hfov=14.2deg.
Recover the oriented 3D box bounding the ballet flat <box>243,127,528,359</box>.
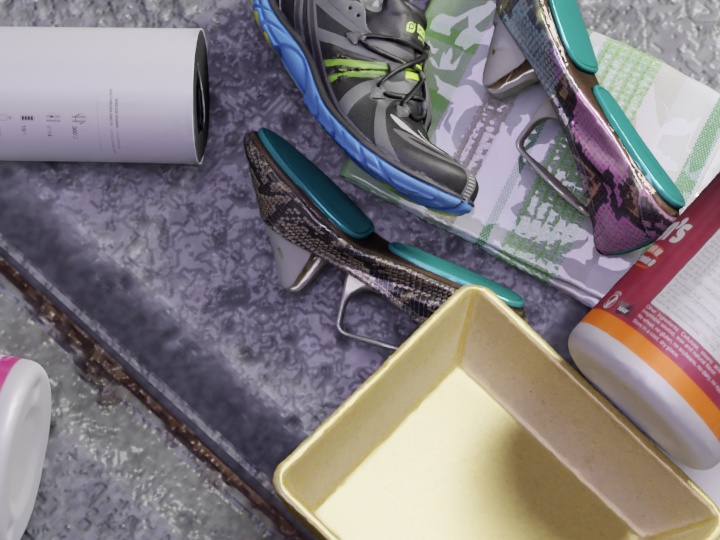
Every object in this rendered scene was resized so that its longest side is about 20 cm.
[{"bbox_3d":[0.000,0.000,1.662,0.200,0.068,0.075,34,103,8],"label":"ballet flat"}]

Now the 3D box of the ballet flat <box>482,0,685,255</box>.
[{"bbox_3d":[0.114,-0.098,1.650,0.071,0.069,0.200,-31,74,18],"label":"ballet flat"}]

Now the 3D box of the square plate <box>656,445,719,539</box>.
[{"bbox_3d":[0.244,0.138,1.630,0.200,0.028,0.198,-44,78,-6],"label":"square plate"}]

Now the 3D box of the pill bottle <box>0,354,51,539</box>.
[{"bbox_3d":[-0.285,0.090,1.633,0.199,0.113,0.114,10,79,6],"label":"pill bottle"}]

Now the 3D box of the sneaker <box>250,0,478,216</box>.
[{"bbox_3d":[0.010,-0.113,1.655,0.083,0.071,0.200,-38,60,9],"label":"sneaker"}]

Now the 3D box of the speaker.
[{"bbox_3d":[-0.188,-0.102,1.684,0.199,0.081,0.081,0,78,4],"label":"speaker"}]

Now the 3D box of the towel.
[{"bbox_3d":[0.107,-0.073,1.688,0.200,0.031,0.149,27,79,11],"label":"towel"}]

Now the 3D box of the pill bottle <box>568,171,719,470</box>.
[{"bbox_3d":[0.217,0.004,1.592,0.110,0.110,0.200,42,82,11],"label":"pill bottle"}]

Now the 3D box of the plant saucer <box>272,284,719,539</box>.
[{"bbox_3d":[0.070,0.135,1.564,0.200,0.048,0.200,43,50,5],"label":"plant saucer"}]
